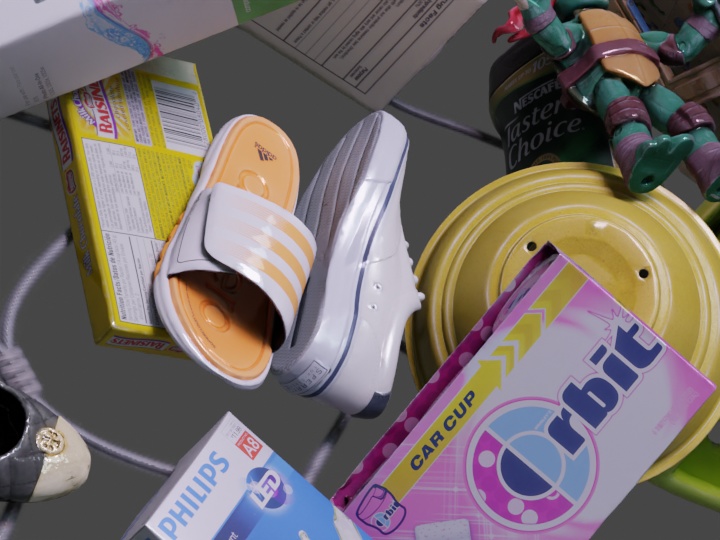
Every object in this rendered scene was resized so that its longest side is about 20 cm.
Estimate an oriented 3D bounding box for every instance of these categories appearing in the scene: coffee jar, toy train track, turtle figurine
[{"bbox_3d":[0.137,-0.065,1.850,0.085,0.104,0.201,25,43,-34],"label":"coffee jar"},{"bbox_3d":[0.172,-0.143,1.925,0.032,0.115,0.201,-34,96,-36],"label":"toy train track"},{"bbox_3d":[0.160,-0.131,1.773,0.149,0.101,0.201,-9,54,-24],"label":"turtle figurine"}]

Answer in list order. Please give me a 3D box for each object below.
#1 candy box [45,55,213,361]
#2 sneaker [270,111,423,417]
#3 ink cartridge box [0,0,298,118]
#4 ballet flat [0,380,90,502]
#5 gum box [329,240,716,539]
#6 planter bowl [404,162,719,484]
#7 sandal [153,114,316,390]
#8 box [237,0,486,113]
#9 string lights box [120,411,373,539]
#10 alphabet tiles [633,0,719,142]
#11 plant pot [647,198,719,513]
[{"bbox_3d":[-0.120,-0.041,1.671,0.102,0.026,0.201,10,52,-35],"label":"candy box"},{"bbox_3d":[0.000,0.000,1.706,0.071,0.073,0.201,36,50,-26],"label":"sneaker"},{"bbox_3d":[-0.147,-0.191,1.643,0.199,0.088,0.146,-22,67,-2],"label":"ink cartridge box"},{"bbox_3d":[-0.220,0.061,1.481,0.199,0.057,0.067,28,45,-21],"label":"ballet flat"},{"bbox_3d":[0.084,0.099,1.617,0.113,0.200,0.066,40,2,-7],"label":"gum box"},{"bbox_3d":[0.124,0.022,1.700,0.199,0.084,0.202,-1,74,2],"label":"planter bowl"},{"bbox_3d":[-0.060,-0.027,1.648,0.079,0.059,0.207,32,41,-21],"label":"sandal"},{"bbox_3d":[-0.026,-0.214,1.813,0.199,0.128,0.109,32,41,-17],"label":"box"},{"bbox_3d":[-0.030,0.181,1.544,0.200,0.059,0.103,42,42,-5],"label":"string lights box"},{"bbox_3d":[0.220,-0.131,1.939,0.008,0.167,0.200,-38,79,-18],"label":"alphabet tiles"},{"bbox_3d":[0.290,0.034,1.839,0.199,0.199,0.182,20,40,-27],"label":"plant pot"}]
